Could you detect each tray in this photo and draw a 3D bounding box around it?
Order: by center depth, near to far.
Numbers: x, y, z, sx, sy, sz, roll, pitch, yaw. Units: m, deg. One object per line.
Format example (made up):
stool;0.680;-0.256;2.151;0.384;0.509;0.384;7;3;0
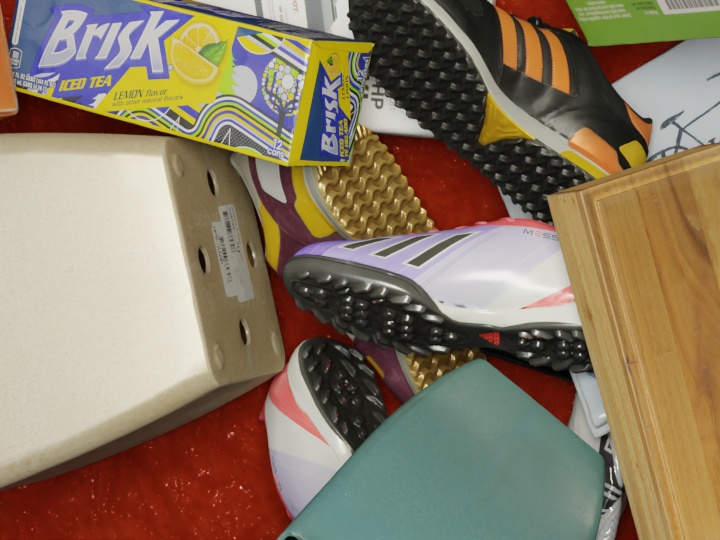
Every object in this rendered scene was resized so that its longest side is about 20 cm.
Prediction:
tray;0.170;0.044;1.357;0.098;0.037;0.201;-18;95;-26

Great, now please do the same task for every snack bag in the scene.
snack bag;0.173;-0.032;1.456;0.188;0.021;0.201;-31;55;14

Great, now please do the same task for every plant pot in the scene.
plant pot;0.033;0.150;1.355;0.141;0.200;0.141;38;135;0
plant pot;-0.153;0.011;1.469;0.176;0.200;0.201;-13;89;16

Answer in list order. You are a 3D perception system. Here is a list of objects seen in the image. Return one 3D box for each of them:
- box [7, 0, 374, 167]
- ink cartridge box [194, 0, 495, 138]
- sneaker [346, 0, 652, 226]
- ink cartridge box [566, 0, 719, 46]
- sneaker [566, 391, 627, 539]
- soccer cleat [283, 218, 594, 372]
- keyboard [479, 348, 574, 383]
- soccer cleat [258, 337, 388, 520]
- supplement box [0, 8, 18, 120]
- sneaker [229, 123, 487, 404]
box;-0.096;-0.110;1.426;0.199;0.064;0.071;17;99;32
ink cartridge box;-0.027;-0.153;1.504;0.199;0.084;0.146;5;94;11
sneaker;0.077;-0.110;1.431;0.200;0.090;0.070;43;142;-14
ink cartridge box;0.212;-0.206;1.398;0.200;0.148;0.076;-39;110;-23
sneaker;0.088;0.146;1.491;0.114;0.075;0.201;11;97;9
soccer cleat;0.060;0.004;1.413;0.199;0.068;0.074;8;63;6
keyboard;0.169;0.030;1.472;0.199;0.040;0.105;18;73;30
soccer cleat;-0.009;0.135;1.483;0.073;0.068;0.201;-49;47;38
supplement box;-0.259;-0.102;1.502;0.068;0.200;0.067;-10;89;-25
sneaker;0.000;0.000;1.499;0.090;0.075;0.201;2;126;46
